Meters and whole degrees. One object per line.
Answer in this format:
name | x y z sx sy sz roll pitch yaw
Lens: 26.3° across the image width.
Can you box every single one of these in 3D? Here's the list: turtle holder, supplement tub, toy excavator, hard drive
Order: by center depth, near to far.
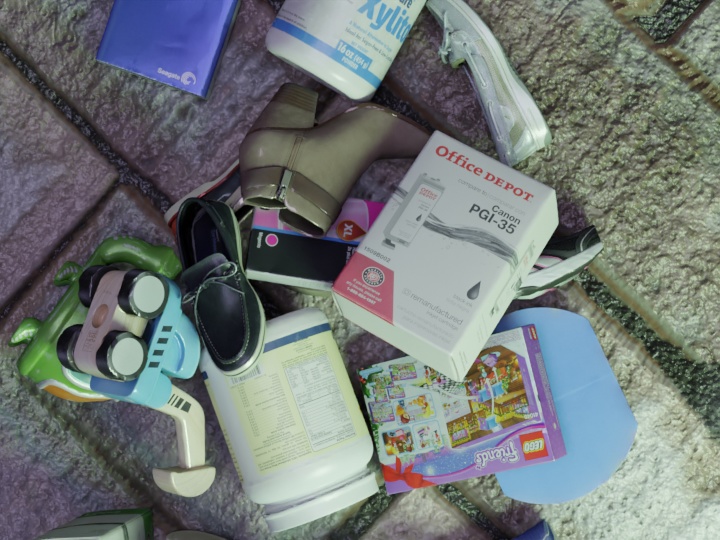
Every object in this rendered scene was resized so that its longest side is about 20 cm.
toy excavator | -0.204 0.111 1.555 0.099 0.199 0.196 3 70 48
supplement tub | -0.071 0.153 1.591 0.144 0.145 0.202 -21 87 6
supplement tub | 0.000 -0.288 1.597 0.131 0.132 0.201 30 94 7
turtle holder | -0.277 0.055 1.637 0.131 0.141 0.186 36 57 -8
hard drive | -0.195 -0.302 1.674 0.131 0.025 0.202 19 91 7

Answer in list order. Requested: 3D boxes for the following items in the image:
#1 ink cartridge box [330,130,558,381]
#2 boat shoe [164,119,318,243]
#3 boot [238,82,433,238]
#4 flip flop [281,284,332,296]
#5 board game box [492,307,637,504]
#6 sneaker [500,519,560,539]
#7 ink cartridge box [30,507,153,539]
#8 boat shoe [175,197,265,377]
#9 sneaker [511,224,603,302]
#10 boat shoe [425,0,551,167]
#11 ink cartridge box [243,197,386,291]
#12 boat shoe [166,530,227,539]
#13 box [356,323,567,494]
ink cartridge box | 0.085 -0.017 1.520 0.146 0.083 0.201 28 74 19
boat shoe | -0.116 -0.085 1.635 0.199 0.071 0.063 -35 74 7
boot | -0.027 -0.101 1.565 0.198 0.070 0.148 17 64 -8
flip flop | 0.000 0.000 1.628 0.198 0.058 0.082 15 91 7
board game box | 0.194 0.139 1.607 0.157 0.039 0.202 -27 82 11
sneaker | 0.107 0.316 1.593 0.199 0.081 0.115 -42 92 6
ink cartridge box | -0.273 0.332 1.585 0.083 0.200 0.148 -4 88 8
boat shoe | -0.144 0.013 1.528 0.074 0.062 0.202 -25 60 21
sneaker | 0.155 -0.011 1.585 0.198 0.080 0.087 -23 81 -13
boat shoe | 0.124 -0.205 1.610 0.064 0.074 0.203 -33 92 1
ink cartridge box | -0.016 -0.026 1.588 0.198 0.037 0.096 9 75 -7
boat shoe | -0.122 0.327 1.612 0.198 0.072 0.060 12 99 28
box | 0.102 0.144 1.587 0.198 0.039 0.138 -15 86 29
